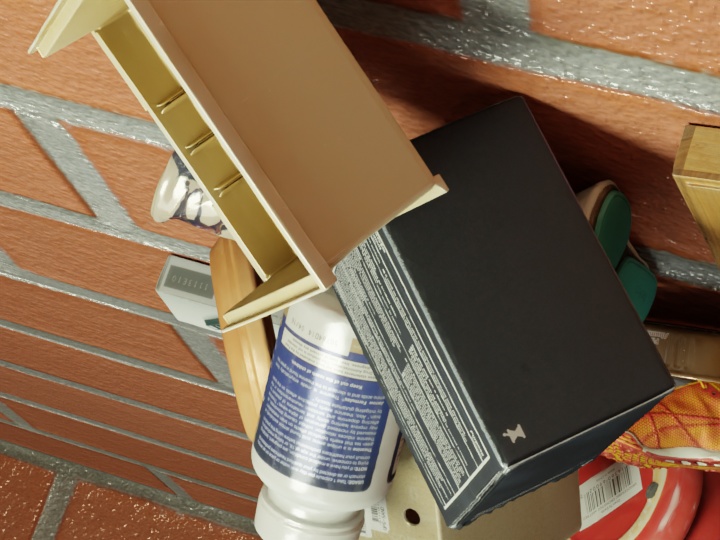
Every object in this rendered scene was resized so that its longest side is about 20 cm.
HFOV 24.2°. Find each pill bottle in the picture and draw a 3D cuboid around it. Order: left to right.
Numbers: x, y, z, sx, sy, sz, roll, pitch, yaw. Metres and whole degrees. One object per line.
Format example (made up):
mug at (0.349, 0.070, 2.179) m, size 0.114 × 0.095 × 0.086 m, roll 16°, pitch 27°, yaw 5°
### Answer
pill bottle at (-0.020, 0.108, 1.249) m, size 0.110 × 0.201 × 0.111 m, roll 12°, pitch -161°, yaw -4°

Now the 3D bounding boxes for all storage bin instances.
storage bin at (-0.076, -0.083, 0.919) m, size 0.201 × 0.094 × 0.198 m, roll 55°, pitch 157°, yaw -5°

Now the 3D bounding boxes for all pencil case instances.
pencil case at (-0.052, -0.044, 1.206) m, size 0.198 × 0.078 × 0.090 m, roll 18°, pitch 150°, yaw 3°

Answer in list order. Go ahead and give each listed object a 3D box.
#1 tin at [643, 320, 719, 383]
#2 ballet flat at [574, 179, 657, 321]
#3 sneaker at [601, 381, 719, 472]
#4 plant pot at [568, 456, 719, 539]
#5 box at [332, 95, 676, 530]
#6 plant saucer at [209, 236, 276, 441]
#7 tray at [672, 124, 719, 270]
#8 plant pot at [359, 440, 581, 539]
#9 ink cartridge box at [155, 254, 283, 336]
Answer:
tin at (0.220, 0.057, 1.237) m, size 0.199 × 0.042 × 0.112 m, roll 8°, pitch -175°, yaw 34°
ballet flat at (0.150, -0.011, 1.120) m, size 0.069 × 0.070 × 0.200 m, roll 12°, pitch 166°, yaw 22°
sneaker at (0.259, 0.124, 1.378) m, size 0.198 × 0.078 × 0.073 m, roll 6°, pitch 164°, yaw -2°
plant pot at (0.288, 0.246, 1.544) m, size 0.182 × 0.202 × 0.200 m, roll 31°, pitch 160°, yaw -28°
box at (0.078, 0.033, 1.041) m, size 0.123 × 0.201 × 0.199 m, roll -23°, pitch 167°, yaw -12°
plant saucer at (-0.090, 0.058, 1.376) m, size 0.037 × 0.202 × 0.200 m, roll -11°, pitch 162°, yaw -1°
tray at (0.258, -0.020, 1.006) m, size 0.098 × 0.037 × 0.200 m, roll 10°, pitch 161°, yaw 28°
plant pot at (0.053, 0.156, 1.397) m, size 0.199 × 0.177 × 0.201 m, roll 8°, pitch 116°, yaw 32°
ink cartridge box at (-0.083, 0.055, 1.627) m, size 0.198 × 0.044 × 0.174 m, roll 15°, pitch 162°, yaw 14°
